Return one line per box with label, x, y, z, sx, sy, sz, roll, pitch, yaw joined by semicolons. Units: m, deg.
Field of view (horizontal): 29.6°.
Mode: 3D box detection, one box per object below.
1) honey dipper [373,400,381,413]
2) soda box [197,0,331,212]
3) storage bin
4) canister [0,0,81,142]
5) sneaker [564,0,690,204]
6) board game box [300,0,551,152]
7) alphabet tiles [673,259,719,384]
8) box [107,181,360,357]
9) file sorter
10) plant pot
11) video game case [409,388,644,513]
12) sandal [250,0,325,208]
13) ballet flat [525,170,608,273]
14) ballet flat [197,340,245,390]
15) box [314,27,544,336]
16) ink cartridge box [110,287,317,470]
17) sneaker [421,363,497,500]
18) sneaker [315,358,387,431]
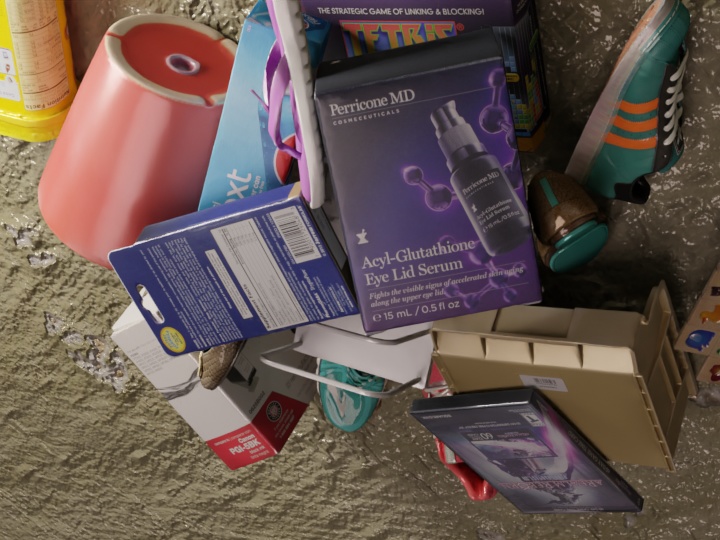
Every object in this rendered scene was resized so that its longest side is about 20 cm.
honey dipper;-0.007;0.062;1.414;0.038;0.038;0.202;9;127;24
soda box;-0.084;-0.117;1.149;0.067;0.064;0.202;17;117;-1
storage bin;0.184;0.086;1.237;0.198;0.095;0.199;5;146;28
canister;-0.349;-0.240;1.315;0.147;0.087;0.202;16;132;18
sneaker;0.230;-0.130;1.081;0.079;0.072;0.201;26;144;6
board game box;0.052;-0.187;1.143;0.198;0.057;0.167;5;130;27
alphabet tiles;0.364;0.036;1.145;0.165;0.008;0.201;10;135;-6
box;-0.106;0.002;1.154;0.198;0.033;0.122;-14;120;25
file sorter;0.000;0.000;1.223;0.137;0.124;0.203;15;100;19
plant pot;-0.184;-0.122;1.254;0.199;0.201;0.179;28;126;6
video game case;0.158;0.175;1.286;0.142;0.019;0.200;-10;137;43
sandal;-0.061;-0.148;1.053;0.049;0.083;0.206;-8;101;0
ballet flat;0.168;-0.047;1.150;0.067;0.200;0.073;-32;78;9
ballet flat;-0.121;0.034;1.281;0.046;0.068;0.201;18;129;-12
box;0.053;-0.071;1.064;0.146;0.105;0.202;-12;111;5
ink cartridge box;-0.141;0.082;1.425;0.082;0.147;0.200;-23;114;41
sneaker;0.102;0.149;1.383;0.073;0.087;0.201;-13;120;36
sneaker;0.000;0.083;1.358;0.076;0.080;0.202;12;123;-5
